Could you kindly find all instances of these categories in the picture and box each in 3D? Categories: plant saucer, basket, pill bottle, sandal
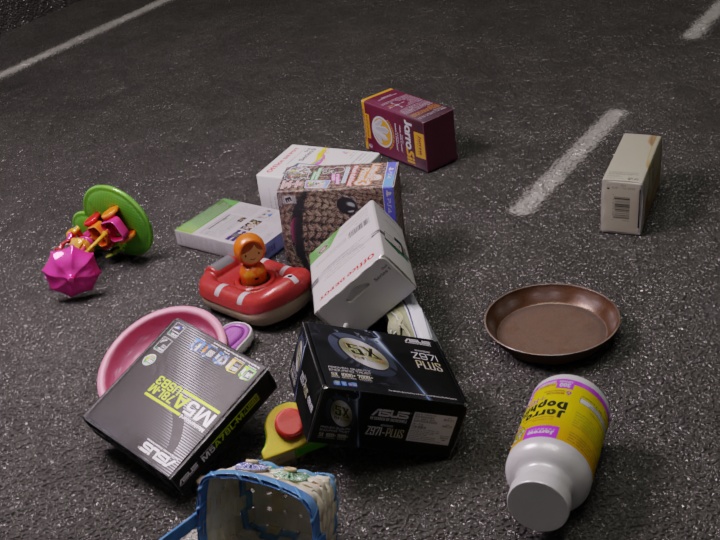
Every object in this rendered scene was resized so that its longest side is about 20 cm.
[{"bbox_3d":[-0.276,0.144,1.633,0.199,0.051,0.202,-11,48,12],"label":"plant saucer"},{"bbox_3d":[0.283,0.083,1.688,0.198,0.035,0.201,-6,28,3],"label":"plant saucer"},{"bbox_3d":[-0.122,0.296,1.283,0.175,0.140,0.200,6,22,21],"label":"basket"},{"bbox_3d":[0.236,0.220,1.377,0.103,0.105,0.200,5,31,20],"label":"pill bottle"},{"bbox_3d":[-0.227,0.128,1.702,0.082,0.050,0.203,3,31,19],"label":"sandal"}]

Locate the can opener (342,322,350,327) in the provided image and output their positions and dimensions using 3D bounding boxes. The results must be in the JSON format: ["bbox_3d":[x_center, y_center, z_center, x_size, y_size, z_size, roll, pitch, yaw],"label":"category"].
[{"bbox_3d":[-0.025,0.145,1.624,0.066,0.054,0.200,0,31,15],"label":"can opener"}]

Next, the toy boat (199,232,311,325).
[{"bbox_3d":[-0.171,0.001,1.833,0.199,0.132,0.130,17,37,37],"label":"toy boat"}]

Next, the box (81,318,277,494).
[{"bbox_3d":[-0.242,0.175,1.524,0.199,0.048,0.193,25,60,38],"label":"box"}]

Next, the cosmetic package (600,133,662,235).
[{"bbox_3d":[0.477,-0.154,2.001,0.071,0.106,0.200,7,33,21],"label":"cosmetic package"}]

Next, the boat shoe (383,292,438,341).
[{"bbox_3d":[0.073,0.088,1.707,0.062,0.072,0.200,-28,23,1],"label":"boat shoe"}]

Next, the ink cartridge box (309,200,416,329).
[{"bbox_3d":[0.000,0.000,1.782,0.146,0.084,0.200,-40,24,16],"label":"ink cartridge box"}]

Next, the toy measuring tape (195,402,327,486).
[{"bbox_3d":[-0.127,0.222,1.493,0.199,0.074,0.074,-19,31,-11],"label":"toy measuring tape"}]

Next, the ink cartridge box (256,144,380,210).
[{"bbox_3d":[-0.075,-0.165,2.160,0.199,0.088,0.145,8,33,28],"label":"ink cartridge box"}]

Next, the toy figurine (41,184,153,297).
[{"bbox_3d":[-0.490,-0.032,1.994,0.199,0.151,0.184,-12,30,41],"label":"toy figurine"}]

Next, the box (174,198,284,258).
[{"bbox_3d":[-0.219,-0.073,2.081,0.199,0.037,0.144,15,36,32],"label":"box"}]

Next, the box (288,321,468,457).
[{"bbox_3d":[0.020,0.155,1.496,0.198,0.087,0.164,9,24,-16],"label":"box"}]

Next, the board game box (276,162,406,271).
[{"bbox_3d":[-0.029,-0.088,1.935,0.198,0.161,0.097,-2,30,9],"label":"board game box"}]

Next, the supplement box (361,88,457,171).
[{"bbox_3d":[0.098,-0.287,2.313,0.085,0.111,0.199,-26,34,-30],"label":"supplement box"}]
